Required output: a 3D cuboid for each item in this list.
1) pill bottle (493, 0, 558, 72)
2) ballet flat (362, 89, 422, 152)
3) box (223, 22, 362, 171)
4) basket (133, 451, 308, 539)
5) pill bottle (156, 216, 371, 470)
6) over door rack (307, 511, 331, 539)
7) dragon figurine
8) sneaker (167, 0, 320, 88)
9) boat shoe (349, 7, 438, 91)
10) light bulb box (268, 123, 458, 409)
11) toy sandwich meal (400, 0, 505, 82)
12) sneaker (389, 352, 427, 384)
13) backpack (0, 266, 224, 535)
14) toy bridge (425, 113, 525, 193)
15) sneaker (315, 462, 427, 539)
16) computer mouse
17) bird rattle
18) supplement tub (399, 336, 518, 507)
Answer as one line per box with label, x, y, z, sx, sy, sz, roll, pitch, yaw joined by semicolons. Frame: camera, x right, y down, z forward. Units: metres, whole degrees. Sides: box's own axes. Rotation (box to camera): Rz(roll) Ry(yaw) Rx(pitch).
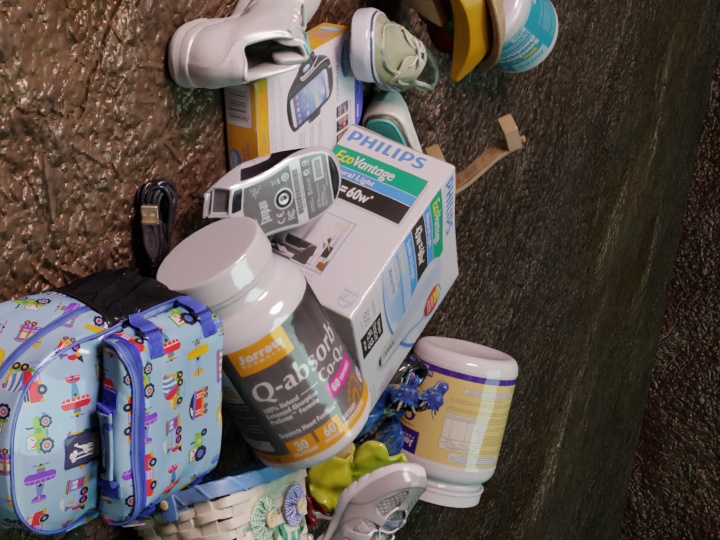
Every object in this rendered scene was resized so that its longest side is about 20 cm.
pill bottle;0.176;-0.307;1.391;0.200;0.110;0.111;9;96;-64
ballet flat;0.050;-0.129;1.301;0.070;0.069;0.200;-60;149;-28
box;-0.058;-0.157;1.087;0.200;0.041;0.119;-44;141;-51
basket;-0.129;0.188;1.041;0.176;0.139;0.201;-12;81;-62
pill bottle;-0.080;0.062;0.950;0.116;0.116;0.200;-54;128;-36
over door rack;-0.018;0.276;1.375;0.200;0.066;0.148;-32;133;-55
dragon figurine;0.014;0.168;1.216;0.200;0.059;0.100;-48;-164;18
sneaker;-0.072;-0.202;0.974;0.200;0.088;0.075;-48;143;-43
boat shoe;0.036;-0.221;1.149;0.200;0.062;0.072;-6;100;-76
light bulb box;0.000;0.000;1.151;0.200;0.124;0.198;-55;157;-25
toy sandwich meal;0.071;-0.283;1.154;0.070;0.205;0.206;-31;140;-13
sneaker;0.040;0.082;1.330;0.200;0.112;0.073;-60;152;-27
backpack;-0.208;0.104;0.821;0.200;0.134;0.183;-20;120;-56
toy bridge;0.089;-0.109;1.260;0.067;0.199;0.027;65;5;-51
sneaker;0.007;0.262;1.063;0.075;0.082;0.200;12;121;-43
computer mouse;-0.105;-0.054;0.990;0.200;0.044;0.110;-25;124;-28
bird rattle;-0.050;0.186;1.171;0.112;0.200;0.164;-25;92;-31
supplement tub;0.123;0.201;1.528;0.145;0.145;0.201;1;103;-64
